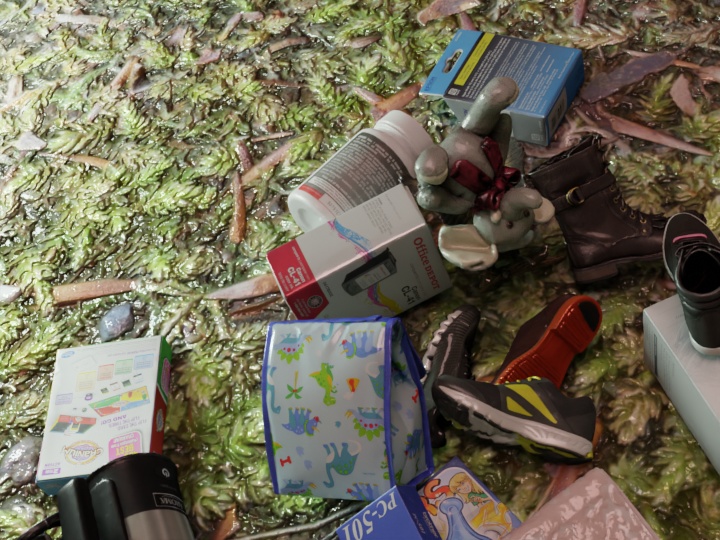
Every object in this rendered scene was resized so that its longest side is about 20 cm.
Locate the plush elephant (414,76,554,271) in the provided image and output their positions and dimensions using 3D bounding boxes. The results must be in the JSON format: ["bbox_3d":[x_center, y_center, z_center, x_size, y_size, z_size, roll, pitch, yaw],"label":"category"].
[{"bbox_3d":[0.151,-0.093,1.333,0.155,0.200,0.165,41,66,6],"label":"plush elephant"}]

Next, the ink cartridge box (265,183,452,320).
[{"bbox_3d":[0.000,0.000,1.440,0.200,0.148,0.086,-26,51,1],"label":"ink cartridge box"}]

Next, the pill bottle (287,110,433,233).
[{"bbox_3d":[0.006,-0.123,1.561,0.200,0.114,0.114,-43,55,-18],"label":"pill bottle"}]

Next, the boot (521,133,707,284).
[{"bbox_3d":[0.320,-0.090,1.414,0.200,0.174,0.069,-22,11,0],"label":"boot"}]

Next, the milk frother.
[{"bbox_3d":[-0.291,0.341,1.296,0.200,0.180,0.188,-53,44,29],"label":"milk frother"}]

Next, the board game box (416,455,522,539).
[{"bbox_3d":[0.077,0.319,1.259,0.200,0.034,0.135,-38,54,-14],"label":"board game box"}]

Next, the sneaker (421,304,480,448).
[{"bbox_3d":[0.112,0.134,1.373,0.090,0.066,0.200,22,66,25],"label":"sneaker"}]

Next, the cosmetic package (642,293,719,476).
[{"bbox_3d":[0.453,0.107,1.263,0.199,0.123,0.200,-24,53,-3],"label":"cosmetic package"}]

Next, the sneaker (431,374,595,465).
[{"bbox_3d":[0.179,0.157,1.306,0.200,0.074,0.085,23,63,-1],"label":"sneaker"}]

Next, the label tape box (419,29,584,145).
[{"bbox_3d":[0.208,-0.271,1.652,0.200,0.066,0.143,16,59,28],"label":"label tape box"}]

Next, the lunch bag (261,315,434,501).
[{"bbox_3d":[-0.018,0.151,1.288,0.170,0.200,0.127,-4,12,27],"label":"lunch bag"}]

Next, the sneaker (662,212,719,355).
[{"bbox_3d":[0.373,-0.014,1.239,0.071,0.099,0.200,-10,46,12],"label":"sneaker"}]

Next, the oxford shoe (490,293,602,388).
[{"bbox_3d":[0.210,0.110,1.375,0.200,0.071,0.073,-45,21,-11],"label":"oxford shoe"}]

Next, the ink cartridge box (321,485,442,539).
[{"bbox_3d":[-0.004,0.323,1.206,0.200,0.044,0.094,-40,60,21],"label":"ink cartridge box"}]

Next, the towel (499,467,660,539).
[{"bbox_3d":[0.234,0.336,1.182,0.200,0.032,0.191,-34,65,-12],"label":"towel"}]

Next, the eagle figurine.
[{"bbox_3d":[0.155,-0.077,1.467,0.151,0.152,0.200,-30,79,35],"label":"eagle figurine"}]

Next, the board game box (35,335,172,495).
[{"bbox_3d":[-0.330,0.186,1.464,0.153,0.040,0.200,-8,52,9],"label":"board game box"}]
